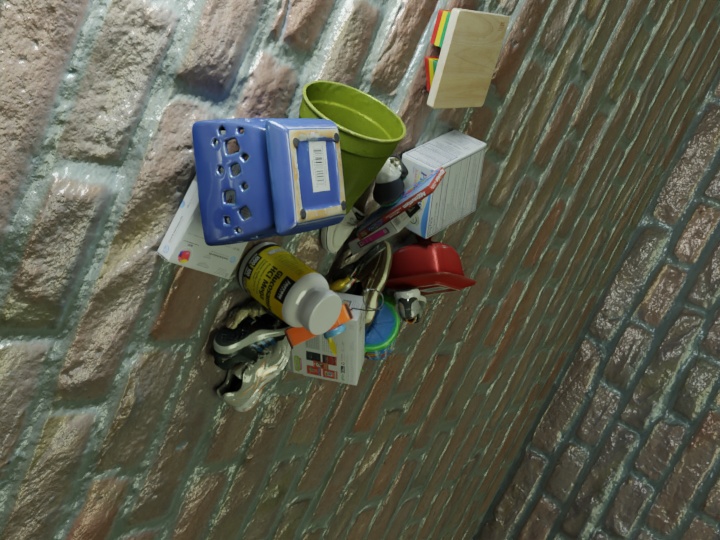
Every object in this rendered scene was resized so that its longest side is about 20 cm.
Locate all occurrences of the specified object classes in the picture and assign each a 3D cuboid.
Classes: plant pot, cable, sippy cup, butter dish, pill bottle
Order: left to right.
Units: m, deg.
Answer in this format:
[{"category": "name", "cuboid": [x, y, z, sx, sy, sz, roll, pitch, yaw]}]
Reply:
[{"category": "plant pot", "cuboid": [-0.135, -0.151, 1.181, 0.199, 0.178, 0.203, -16, 104, -56]}, {"category": "pill bottle", "cuboid": [-0.133, 0.036, 1.396, 0.112, 0.199, 0.114, -32, 139, -33]}, {"category": "plant pot", "cuboid": [-0.045, -0.211, 1.343, 0.199, 0.200, 0.194, -14, 140, -47]}, {"category": "cable", "cuboid": [0.000, 0.000, 1.610, 0.199, 0.051, 0.097, -33, 173, 36]}, {"category": "sippy cup", "cuboid": [0.032, 0.153, 1.789, 0.176, 0.141, 0.131, -28, 153, -7]}, {"category": "butter dish", "cuboid": [0.160, -0.023, 1.794, 0.199, 0.198, 0.150, 16, 69, -55]}]

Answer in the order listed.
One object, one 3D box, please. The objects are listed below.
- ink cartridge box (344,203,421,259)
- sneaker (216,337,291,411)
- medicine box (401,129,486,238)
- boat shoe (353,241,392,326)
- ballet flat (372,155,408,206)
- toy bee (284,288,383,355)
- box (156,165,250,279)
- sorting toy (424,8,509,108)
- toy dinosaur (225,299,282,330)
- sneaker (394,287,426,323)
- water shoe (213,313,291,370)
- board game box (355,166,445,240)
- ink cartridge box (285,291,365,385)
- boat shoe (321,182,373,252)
[{"category": "ink cartridge box", "cuboid": [0.039, -0.087, 1.579, 0.095, 0.037, 0.199, -45, -170, -38]}, {"category": "sneaker", "cuboid": [-0.223, 0.202, 1.533, 0.201, 0.075, 0.092, -57, 143, -3]}, {"category": "medicine box", "cuboid": [0.188, -0.205, 1.715, 0.199, 0.102, 0.184, -29, 137, -37]}, {"category": "boat shoe", "cuboid": [0.016, 0.024, 1.702, 0.074, 0.075, 0.205, 18, 84, -19]}, {"category": "ballet flat", "cuboid": [0.059, -0.196, 1.528, 0.200, 0.072, 0.074, -66, 171, -63]}, {"category": "toy bee", "cuboid": [-0.055, 0.104, 1.476, 0.109, 0.197, 0.133, 150, -62, -84]}, {"category": "box", "cuboid": [-0.247, -0.095, 1.283, 0.155, 0.041, 0.202, 20, 99, -56]}, {"category": "sorting toy", "cuboid": [0.214, -0.459, 1.572, 0.199, 0.069, 0.201, -16, 129, -47]}, {"category": "toy dinosaur", "cuboid": [-0.174, 0.080, 1.480, 0.199, 0.088, 0.048, -23, 144, -41]}, {"category": "sneaker", "cuboid": [0.122, 0.094, 1.790, 0.200, 0.073, 0.081, 38, 47, -75]}, {"category": "water shoe", "cuboid": [-0.217, 0.140, 1.497, 0.198, 0.071, 0.080, -15, 132, -38]}, {"category": "board game box", "cuboid": [0.081, -0.136, 1.483, 0.199, 0.020, 0.103, -32, -165, 34]}, {"category": "ink cartridge box", "cuboid": [-0.081, 0.145, 1.633, 0.084, 0.173, 0.202, -70, 166, -50]}, {"category": "boat shoe", "cuboid": [-0.021, -0.123, 1.533, 0.070, 0.069, 0.202, 3, 113, -53]}]
